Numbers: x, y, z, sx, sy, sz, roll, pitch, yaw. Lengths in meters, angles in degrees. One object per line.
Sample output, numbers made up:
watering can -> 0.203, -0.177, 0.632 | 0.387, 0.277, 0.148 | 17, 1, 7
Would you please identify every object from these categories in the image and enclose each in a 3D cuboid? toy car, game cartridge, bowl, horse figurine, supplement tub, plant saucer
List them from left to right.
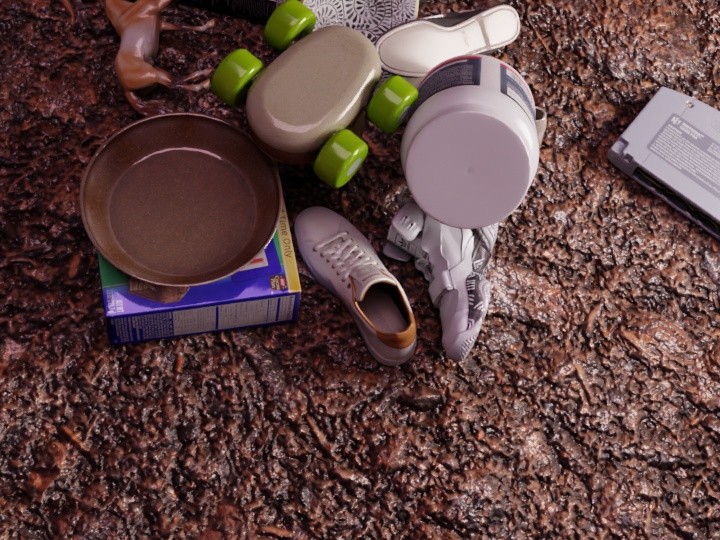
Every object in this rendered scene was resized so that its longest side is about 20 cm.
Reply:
horse figurine -> -0.232, -0.250, 1.338 | 0.132, 0.050, 0.200 | -4, 71, 4
plant saucer -> -0.179, -0.067, 1.186 | 0.200, 0.037, 0.201 | 2, 64, -5
toy car -> -0.052, -0.151, 1.237 | 0.164, 0.200, 0.158 | 38, 70, 10
bowl -> -0.033, -0.293, 1.336 | 0.094, 0.201, 0.201 | 27, 61, 36
supplement tub -> 0.115, -0.137, 1.232 | 0.140, 0.140, 0.200 | 16, 25, 0
game cartridge -> 0.404, -0.122, 1.375 | 0.200, 0.040, 0.133 | 38, 70, 10

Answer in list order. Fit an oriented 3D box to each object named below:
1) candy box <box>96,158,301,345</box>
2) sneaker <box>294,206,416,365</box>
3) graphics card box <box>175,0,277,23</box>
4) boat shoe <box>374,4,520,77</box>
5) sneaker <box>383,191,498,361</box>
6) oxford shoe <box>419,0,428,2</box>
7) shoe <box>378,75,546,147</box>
candy box -> -0.173, -0.024, 1.229 | 0.200, 0.077, 0.169 | -7, 65, -12
sneaker -> 0.000, 0.000, 1.238 | 0.073, 0.085, 0.200 | -31, 71, -18
graphics card box -> -0.153, -0.369, 1.409 | 0.200, 0.051, 0.126 | 14, 64, 0
boat shoe -> 0.094, -0.266, 1.379 | 0.200, 0.057, 0.067 | -19, 103, -25
sneaker -> 0.079, 0.000, 1.255 | 0.115, 0.075, 0.200 | 12, 59, -1
oxford shoe -> 0.022, -0.373, 1.391 | 0.200, 0.084, 0.073 | 12, 54, -32
shoe -> 0.119, -0.191, 1.358 | 0.200, 0.053, 0.070 | 17, 64, 1
